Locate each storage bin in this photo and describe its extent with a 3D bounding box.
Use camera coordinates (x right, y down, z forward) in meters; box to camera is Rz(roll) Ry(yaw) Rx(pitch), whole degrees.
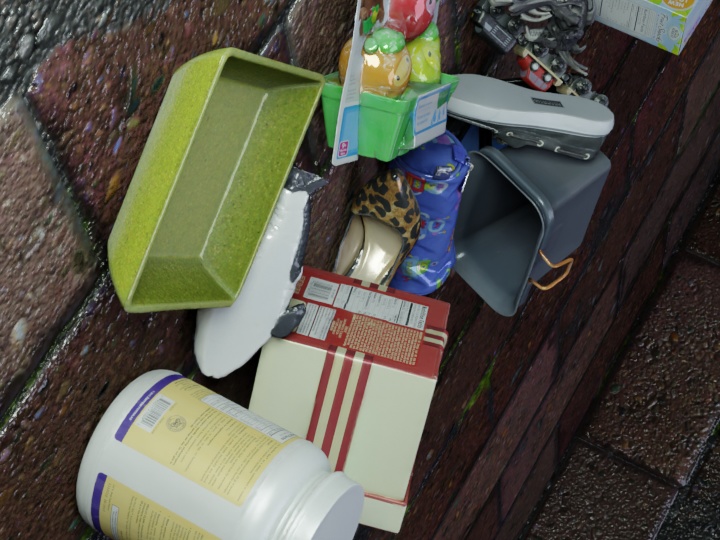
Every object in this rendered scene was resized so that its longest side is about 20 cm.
[{"bbox_3d":[0.195,-0.062,1.875,0.134,0.146,0.201,-32,155,-27],"label":"storage bin"}]

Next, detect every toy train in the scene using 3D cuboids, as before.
[{"bbox_3d":[0.189,-0.213,1.793,0.046,0.200,0.034,-52,-156,1],"label":"toy train"}]

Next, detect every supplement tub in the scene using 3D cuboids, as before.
[{"bbox_3d":[-0.112,0.182,1.375,0.146,0.199,0.146,-54,160,-30],"label":"supplement tub"}]

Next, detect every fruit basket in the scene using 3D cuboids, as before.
[{"bbox_3d":[0.037,-0.200,1.474,0.185,0.093,0.201,-30,138,-61],"label":"fruit basket"}]

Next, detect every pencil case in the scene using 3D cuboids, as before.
[{"bbox_3d":[0.065,-0.061,1.755,0.201,0.086,0.078,96,4,-49],"label":"pencil case"}]

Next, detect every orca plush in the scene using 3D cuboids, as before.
[{"bbox_3d":[-0.097,-0.011,1.430,0.104,0.071,0.201,1,118,-21],"label":"orca plush"}]

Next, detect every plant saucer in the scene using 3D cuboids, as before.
[{"bbox_3d":[-0.115,-0.071,1.277,0.201,0.048,0.200,-68,162,8],"label":"plant saucer"}]

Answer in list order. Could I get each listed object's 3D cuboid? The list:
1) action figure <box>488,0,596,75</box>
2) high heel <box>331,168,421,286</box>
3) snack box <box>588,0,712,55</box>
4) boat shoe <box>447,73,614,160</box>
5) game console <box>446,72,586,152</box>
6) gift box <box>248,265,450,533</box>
[{"bbox_3d":[0.185,-0.296,1.727,0.119,0.101,0.202,-45,130,-68],"label":"action figure"},{"bbox_3d":[0.000,0.000,1.660,0.143,0.071,0.200,-60,172,-35],"label":"high heel"},{"bbox_3d":[0.291,-0.343,1.836,0.169,0.199,0.068,-54,160,-27],"label":"snack box"},{"bbox_3d":[0.166,-0.154,1.769,0.069,0.198,0.057,-102,-155,-54],"label":"boat shoe"},{"bbox_3d":[0.160,-0.119,1.898,0.176,0.116,0.200,-57,161,-24],"label":"game console"},{"bbox_3d":[-0.031,0.117,1.569,0.185,0.199,0.188,-62,166,-65],"label":"gift box"}]
